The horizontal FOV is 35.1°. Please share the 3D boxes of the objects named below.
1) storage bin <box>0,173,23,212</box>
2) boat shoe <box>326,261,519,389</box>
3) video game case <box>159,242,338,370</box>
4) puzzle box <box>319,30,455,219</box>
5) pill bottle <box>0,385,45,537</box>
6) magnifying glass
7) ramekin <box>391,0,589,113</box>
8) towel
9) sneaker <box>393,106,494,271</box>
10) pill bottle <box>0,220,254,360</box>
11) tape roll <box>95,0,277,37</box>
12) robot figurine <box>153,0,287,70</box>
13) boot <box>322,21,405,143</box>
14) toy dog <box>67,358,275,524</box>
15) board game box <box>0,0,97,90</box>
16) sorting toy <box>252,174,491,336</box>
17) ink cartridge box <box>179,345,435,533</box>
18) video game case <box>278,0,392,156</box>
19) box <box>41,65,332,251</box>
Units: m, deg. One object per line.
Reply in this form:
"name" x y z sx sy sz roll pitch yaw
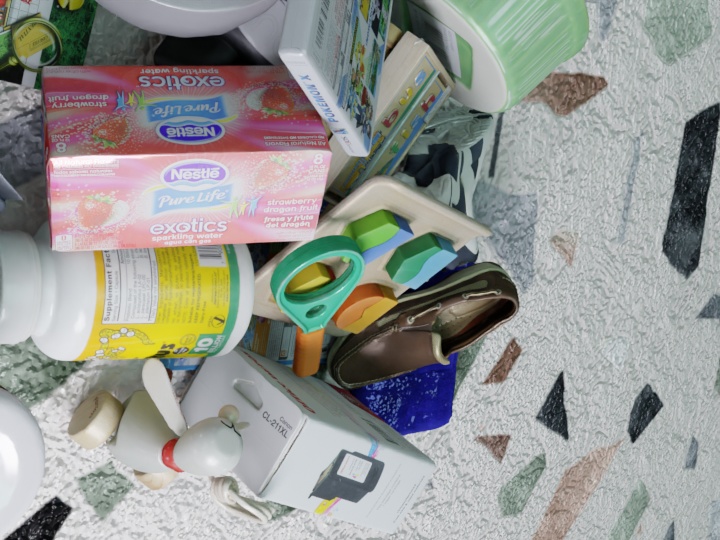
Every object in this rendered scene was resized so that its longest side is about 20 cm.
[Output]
"storage bin" -0.336 -0.078 0.726 0.134 0.145 0.200 -44 130 -10
"boat shoe" 0.061 0.060 1.100 0.202 0.075 0.075 -31 120 2
"video game case" -0.090 0.019 1.060 0.199 0.018 0.144 1 104 -43
"puzzle box" 0.007 -0.105 1.002 0.200 0.025 0.133 -55 165 5
"pill bottle" -0.304 0.102 0.762 0.112 0.200 0.113 -16 114 -39
"magnifying glass" -0.040 0.036 0.969 0.079 0.022 0.200 -18 152 -18
"ramekin" 0.099 -0.237 1.029 0.098 0.200 0.200 -47 131 -10
"towel" 0.056 0.076 1.192 0.147 0.049 0.201 -8 109 -42
"sneaker" 0.084 -0.069 1.135 0.200 0.079 0.130 -68 158 -49
"pill bottle" -0.194 0.014 0.889 0.199 0.113 0.113 2 103 -35
"tape roll" -0.123 -0.272 0.807 0.199 0.066 0.202 2 85 -20
"robot figurine" -0.078 -0.217 0.921 0.125 0.150 0.200 36 76 -1
"boot" -0.032 -0.125 1.017 0.200 0.066 0.175 -55 167 1
"toy dog" -0.147 0.121 0.926 0.132 0.199 0.097 53 55 -45
"board game box" -0.236 -0.236 0.836 0.104 0.023 0.201 8 99 -46
"sorting toy" 0.000 0.000 0.997 0.200 0.037 0.185 -34 153 22
"ink cartridge box" -0.050 0.153 1.040 0.200 0.146 0.083 29 95 -48
"video game case" -0.009 -0.209 0.827 0.182 0.022 0.201 48 48 -69
"box" -0.131 -0.084 0.840 0.199 0.103 0.095 -3 139 -16
